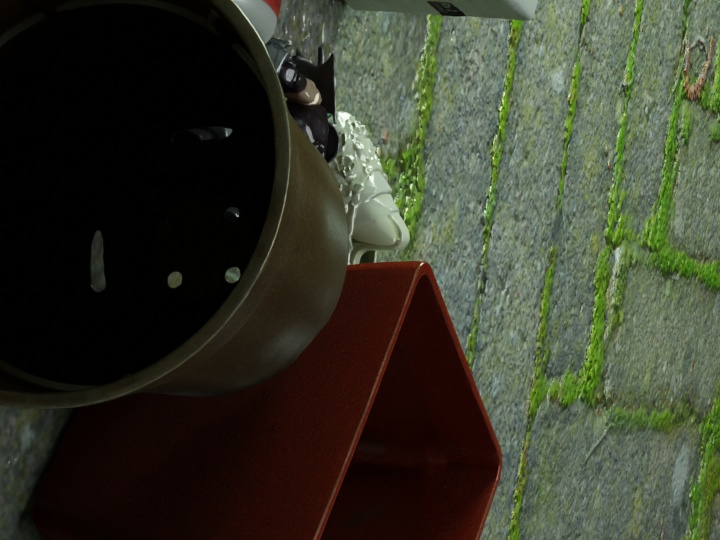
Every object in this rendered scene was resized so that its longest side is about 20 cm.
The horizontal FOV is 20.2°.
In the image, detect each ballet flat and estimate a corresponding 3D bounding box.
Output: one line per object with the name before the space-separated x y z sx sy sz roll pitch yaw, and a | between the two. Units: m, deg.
ballet flat | 0.000 0.000 1.294 0.072 0.072 0.201 5 91 -66

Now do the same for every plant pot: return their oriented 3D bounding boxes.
plant pot | -0.053 0.120 1.066 0.200 0.176 0.200 67 37 -50
plant pot | -0.099 -0.027 0.920 0.198 0.200 0.201 31 68 -72

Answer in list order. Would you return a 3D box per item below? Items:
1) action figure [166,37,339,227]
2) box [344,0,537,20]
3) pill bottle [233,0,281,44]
action figure | -0.062 -0.065 1.138 0.200 0.069 0.130 -28 115 -66
box | 0.033 -0.276 1.211 0.199 0.130 0.200 30 69 -64
pill bottle | -0.079 -0.216 0.989 0.116 0.116 0.200 34 66 -64
